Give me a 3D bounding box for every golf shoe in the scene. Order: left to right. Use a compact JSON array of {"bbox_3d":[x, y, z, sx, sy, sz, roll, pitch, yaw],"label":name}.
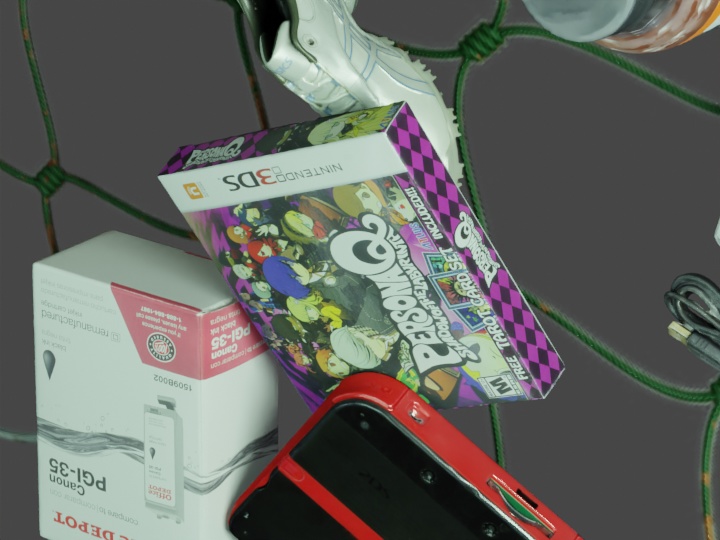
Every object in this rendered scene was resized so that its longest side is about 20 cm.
[{"bbox_3d":[-0.021,-0.114,1.590,0.078,0.097,0.200,-37,84,39],"label":"golf shoe"}]

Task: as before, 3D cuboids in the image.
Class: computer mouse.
[{"bbox_3d":[0.230,-0.022,1.463,0.110,0.044,0.200,36,131,28],"label":"computer mouse"}]

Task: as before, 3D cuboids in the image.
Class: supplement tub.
[{"bbox_3d":[0.158,-0.169,1.358,0.107,0.200,0.107,15,116,33],"label":"supplement tub"}]

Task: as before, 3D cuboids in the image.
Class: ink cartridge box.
[{"bbox_3d":[-0.131,0.091,1.761,0.146,0.083,0.200,15,115,33],"label":"ink cartridge box"}]

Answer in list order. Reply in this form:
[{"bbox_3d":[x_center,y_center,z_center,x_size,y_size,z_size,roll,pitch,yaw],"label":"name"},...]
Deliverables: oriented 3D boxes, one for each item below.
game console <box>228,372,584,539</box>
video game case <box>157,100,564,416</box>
[{"bbox_3d":[0.032,0.169,1.672,0.200,0.031,0.177,41,132,1],"label":"game console"},{"bbox_3d":[0.000,0.000,1.608,0.181,0.036,0.200,-8,124,40],"label":"video game case"}]
